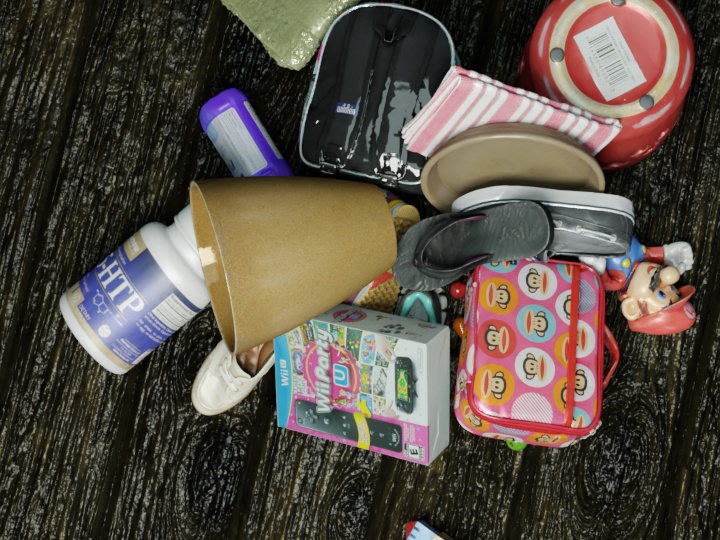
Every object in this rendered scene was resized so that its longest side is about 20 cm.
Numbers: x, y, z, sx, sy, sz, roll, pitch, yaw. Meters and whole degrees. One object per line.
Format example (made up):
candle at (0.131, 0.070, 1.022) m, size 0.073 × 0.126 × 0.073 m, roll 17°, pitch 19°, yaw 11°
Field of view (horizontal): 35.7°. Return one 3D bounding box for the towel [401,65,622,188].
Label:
towel at (0.156, -0.147, 1.176) m, size 0.197 × 0.146 × 0.030 m, roll 15°, pitch 64°, yaw -16°

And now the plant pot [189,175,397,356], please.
plant pot at (-0.067, -0.027, 1.207) m, size 0.197 × 0.186 × 0.190 m, roll -15°, pitch 85°, yaw -15°

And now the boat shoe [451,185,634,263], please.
boat shoe at (0.192, -0.043, 1.199) m, size 0.196 × 0.072 × 0.069 m, roll 4°, pitch 64°, yaw 11°

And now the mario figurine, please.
mario figurine at (0.314, -0.018, 1.276) m, size 0.123 × 0.106 × 0.201 m, roll -41°, pitch 82°, yaw 0°

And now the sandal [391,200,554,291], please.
sandal at (0.107, -0.030, 1.183) m, size 0.198 × 0.048 × 0.077 m, roll -19°, pitch 85°, yaw 34°

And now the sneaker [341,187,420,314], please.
sneaker at (0.000, 0.000, 1.330) m, size 0.090 × 0.074 × 0.203 m, roll 33°, pitch 105°, yaw 40°

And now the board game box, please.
board game box at (0.000, 0.121, 1.260) m, size 0.197 × 0.064 × 0.150 m, roll 10°, pitch 113°, yaw 29°

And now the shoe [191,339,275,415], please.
shoe at (-0.132, 0.093, 1.339) m, size 0.070 × 0.053 × 0.200 m, roll 44°, pitch 91°, yaw 7°

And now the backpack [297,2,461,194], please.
backpack at (0.030, -0.199, 1.291) m, size 0.174 × 0.150 × 0.204 m, roll 11°, pitch 93°, yaw 13°

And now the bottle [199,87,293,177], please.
bottle at (-0.119, -0.117, 1.337) m, size 0.065 × 0.084 × 0.202 m, roll -31°, pitch 84°, yaw -7°

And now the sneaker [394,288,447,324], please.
sneaker at (0.059, 0.109, 1.300) m, size 0.076 × 0.091 × 0.204 m, roll 2°, pitch 87°, yaw 7°

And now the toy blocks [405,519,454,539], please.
toy blocks at (0.058, 0.371, 1.290) m, size 0.136 × 0.100 × 0.202 m, roll 32°, pitch 90°, yaw 18°

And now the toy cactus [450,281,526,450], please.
toy cactus at (0.190, 0.098, 1.295) m, size 0.162 × 0.102 × 0.204 m, roll -13°, pitch 75°, yaw -5°

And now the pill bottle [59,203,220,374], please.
pill bottle at (-0.244, 0.015, 1.322) m, size 0.199 × 0.120 × 0.120 m, roll -40°, pitch 83°, yaw 2°

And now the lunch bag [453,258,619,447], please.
lunch bag at (0.196, 0.087, 1.212) m, size 0.173 × 0.082 × 0.204 m, roll 9°, pitch 66°, yaw -6°

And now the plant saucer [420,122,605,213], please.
plant saucer at (0.163, -0.101, 1.202) m, size 0.196 × 0.201 × 0.030 m, roll 3°, pitch 64°, yaw 6°

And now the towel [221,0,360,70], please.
towel at (-0.087, -0.342, 1.342) m, size 0.149 × 0.036 × 0.200 m, roll -46°, pitch 58°, yaw 7°

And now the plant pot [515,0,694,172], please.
plant pot at (0.277, -0.222, 1.256) m, size 0.196 × 0.183 × 0.205 m, roll 0°, pitch 85°, yaw 3°
